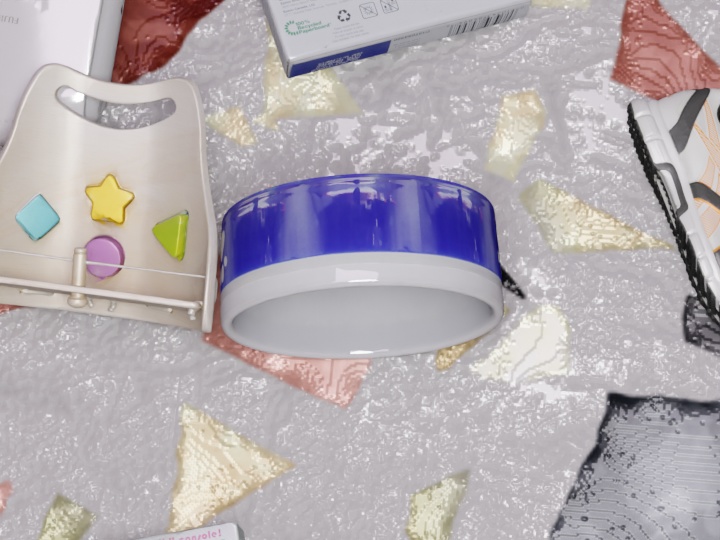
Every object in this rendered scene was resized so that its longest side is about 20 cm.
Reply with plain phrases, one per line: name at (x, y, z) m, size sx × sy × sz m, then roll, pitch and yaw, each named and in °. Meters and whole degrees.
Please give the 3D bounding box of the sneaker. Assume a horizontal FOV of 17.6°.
sneaker at (0.262, -0.045, 1.686) m, size 0.079 × 0.074 × 0.201 m, roll -19°, pitch 76°, yaw -2°

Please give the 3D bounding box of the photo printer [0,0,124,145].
photo printer at (-0.262, -0.196, 1.757) m, size 0.165 × 0.069 × 0.202 m, roll 10°, pitch 90°, yaw 9°

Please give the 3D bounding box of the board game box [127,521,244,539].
board game box at (-0.141, 0.291, 1.647) m, size 0.146 × 0.064 × 0.202 m, roll -9°, pitch 77°, yaw 2°

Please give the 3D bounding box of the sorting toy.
sorting toy at (-0.186, -0.057, 1.693) m, size 0.198 × 0.107 × 0.182 m, roll 8°, pitch 90°, yaw 7°

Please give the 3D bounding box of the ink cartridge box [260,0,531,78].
ink cartridge box at (0.007, -0.263, 1.762) m, size 0.195 × 0.043 × 0.202 m, roll -15°, pitch 74°, yaw -11°

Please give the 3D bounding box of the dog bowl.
dog bowl at (0.000, 0.000, 1.633) m, size 0.198 × 0.200 × 0.080 m, roll -4°, pitch 74°, yaw 4°
